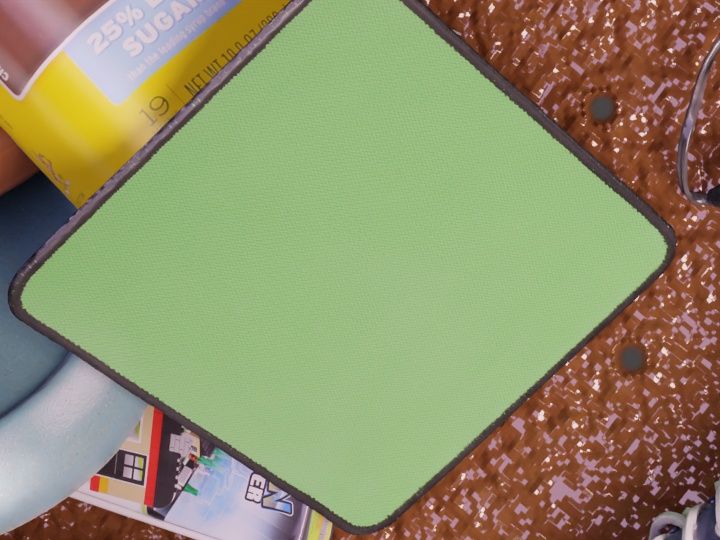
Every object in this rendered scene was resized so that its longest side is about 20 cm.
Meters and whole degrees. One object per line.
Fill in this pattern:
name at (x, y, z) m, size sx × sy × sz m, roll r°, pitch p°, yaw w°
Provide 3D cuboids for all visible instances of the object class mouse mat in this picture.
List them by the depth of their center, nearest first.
mouse mat at (0.000, 0.000, 0.861) m, size 0.161 × 0.200 × 0.008 m, roll -43°, pitch 44°, yaw 11°

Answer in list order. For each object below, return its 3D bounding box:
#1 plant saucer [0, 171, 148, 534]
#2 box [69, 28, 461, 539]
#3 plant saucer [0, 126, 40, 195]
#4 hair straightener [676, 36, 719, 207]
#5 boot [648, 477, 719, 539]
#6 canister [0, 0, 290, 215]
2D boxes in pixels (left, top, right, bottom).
plant saucer at (-0.165, 0.011, 0.896) m, size 0.199 × 0.200 × 0.028 m, roll 25°, pitch 142°, yaw 19°
box at (-0.042, -0.004, 0.951) m, size 0.109 × 0.035 × 0.202 m, roll 15°, pitch 94°, yaw 20°
plant saucer at (-0.192, -0.070, 0.928) m, size 0.199 × 0.200 × 0.038 m, roll 7°, pitch 125°, yaw 20°
hair straightener at (0.190, -0.080, 0.872) m, size 0.199 × 0.041 × 0.077 m, roll -29°, pitch 60°, yaw 23°
boot at (0.129, 0.089, 0.864) m, size 0.090 × 0.073 × 0.202 m, roll 7°, pitch 92°, yaw 15°
canister at (-0.098, -0.125, 0.871) m, size 0.200 × 0.087 × 0.148 m, roll 46°, pitch 61°, yaw 3°
